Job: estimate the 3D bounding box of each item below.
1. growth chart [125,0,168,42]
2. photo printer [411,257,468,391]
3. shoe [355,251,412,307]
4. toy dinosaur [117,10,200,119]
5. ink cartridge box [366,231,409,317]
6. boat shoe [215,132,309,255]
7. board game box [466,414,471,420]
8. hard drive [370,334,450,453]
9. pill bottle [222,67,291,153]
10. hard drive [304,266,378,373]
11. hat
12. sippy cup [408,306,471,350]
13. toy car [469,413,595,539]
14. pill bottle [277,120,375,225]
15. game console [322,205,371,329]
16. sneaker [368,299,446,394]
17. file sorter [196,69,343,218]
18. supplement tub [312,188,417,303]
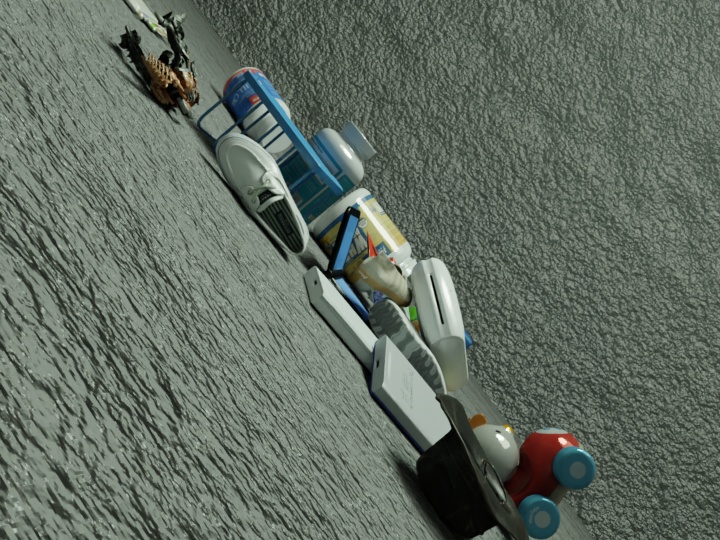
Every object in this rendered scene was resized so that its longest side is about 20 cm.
[{"bbox_3d":[-0.430,-0.514,1.772,0.145,0.018,0.200,53,5,3],"label":"growth chart"},{"bbox_3d":[0.134,0.089,1.528,0.201,0.068,0.168,75,3,-57],"label":"photo printer"},{"bbox_3d":[0.052,0.014,1.470,0.070,0.054,0.200,40,3,21],"label":"shoe"},{"bbox_3d":[-0.262,-0.278,1.250,0.137,0.101,0.200,68,-18,-2],"label":"toy dinosaur"},{"bbox_3d":[0.053,0.035,1.636,0.109,0.050,0.203,63,19,-57],"label":"ink cartridge box"},{"bbox_3d":[-0.132,-0.109,1.294,0.201,0.073,0.067,51,2,-21],"label":"boat shoe"},{"bbox_3d":[0.137,0.223,1.534,0.105,0.023,0.200,48,-5,-39],"label":"board game box"},{"bbox_3d":[0.084,0.198,1.253,0.201,0.025,0.132,51,19,-18],"label":"hard drive"},{"bbox_3d":[-0.224,-0.357,2.032,0.201,0.112,0.112,54,5,35],"label":"pill bottle"},{"bbox_3d":[-0.007,0.092,1.321,0.201,0.026,0.132,50,5,-19],"label":"hard drive"},{"bbox_3d":[0.116,0.247,1.054,0.202,0.080,0.201,57,10,-15],"label":"hat"},{"bbox_3d":[0.139,0.141,1.740,0.140,0.130,0.178,54,4,16],"label":"sippy cup"},{"bbox_3d":[0.231,0.289,1.412,0.199,0.178,0.184,39,-5,-2],"label":"toy car"},{"bbox_3d":[-0.071,-0.164,1.536,0.111,0.199,0.111,51,4,-6],"label":"pill bottle"},{"bbox_3d":[0.000,0.000,1.523,0.177,0.116,0.200,52,5,3],"label":"game console"},{"bbox_3d":[0.088,0.136,1.448,0.202,0.074,0.082,65,18,17],"label":"sneaker"},{"bbox_3d":[-0.144,-0.180,1.422,0.201,0.122,0.139,53,5,16],"label":"file sorter"},{"bbox_3d":[0.013,-0.049,1.836,0.201,0.144,0.145,52,5,2],"label":"supplement tub"}]
